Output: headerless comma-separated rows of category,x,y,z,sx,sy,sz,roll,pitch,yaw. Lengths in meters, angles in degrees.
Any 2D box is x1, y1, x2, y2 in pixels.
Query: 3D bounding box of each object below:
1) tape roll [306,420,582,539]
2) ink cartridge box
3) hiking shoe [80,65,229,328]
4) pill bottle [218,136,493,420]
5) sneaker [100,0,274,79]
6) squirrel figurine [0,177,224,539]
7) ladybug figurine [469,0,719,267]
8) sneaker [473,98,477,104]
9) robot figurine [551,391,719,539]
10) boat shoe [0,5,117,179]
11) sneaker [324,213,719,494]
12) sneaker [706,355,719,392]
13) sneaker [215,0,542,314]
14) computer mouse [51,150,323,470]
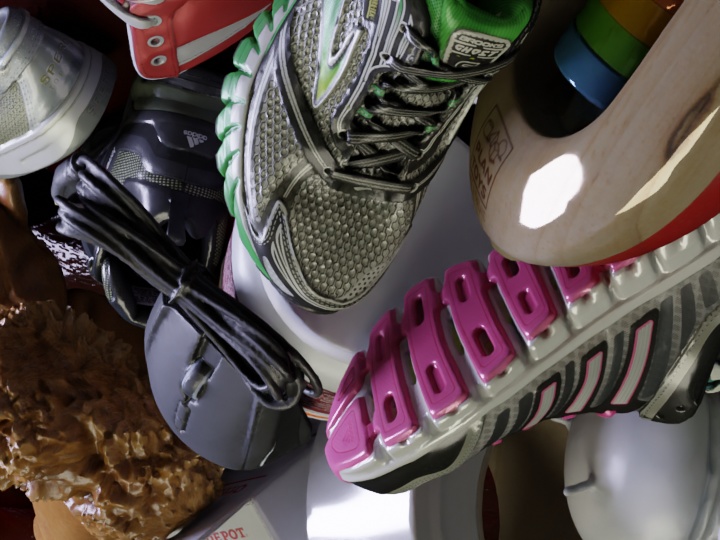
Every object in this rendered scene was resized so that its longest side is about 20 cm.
tape roll,0.064,0.122,1.156,0.070,0.204,0.202,-7,149,40
ink cartridge box,-0.035,0.121,1.212,0.116,0.200,0.067,-19,105,52
hiking shoe,-0.101,-0.018,1.066,0.075,0.101,0.200,17,156,-6
pill bottle,0.000,0.000,0.981,0.113,0.115,0.200,16,171,-3
sneaker,-0.095,-0.121,0.793,0.199,0.072,0.112,1,151,-31
squirrel figurine,-0.152,0.046,1.165,0.187,0.141,0.200,55,178,-13
ladybug figurine,0.106,-0.079,0.747,0.072,0.136,0.200,19,124,-28
sneaker,0.063,-0.095,0.840,0.199,0.067,0.091,7,156,30
robot figurine,0.183,0.100,1.129,0.198,0.114,0.170,9,-164,-15
boat shoe,-0.196,-0.068,1.053,0.201,0.075,0.065,-15,137,41
sneaker,0.079,0.029,0.843,0.199,0.074,0.087,-36,125,16
sneaker,0.146,0.032,1.059,0.198,0.080,0.071,17,156,-7
sneaker,0.010,-0.074,0.760,0.077,0.201,0.085,5,-154,-27
computer mouse,-0.080,0.025,0.945,0.140,0.046,0.200,44,170,6
